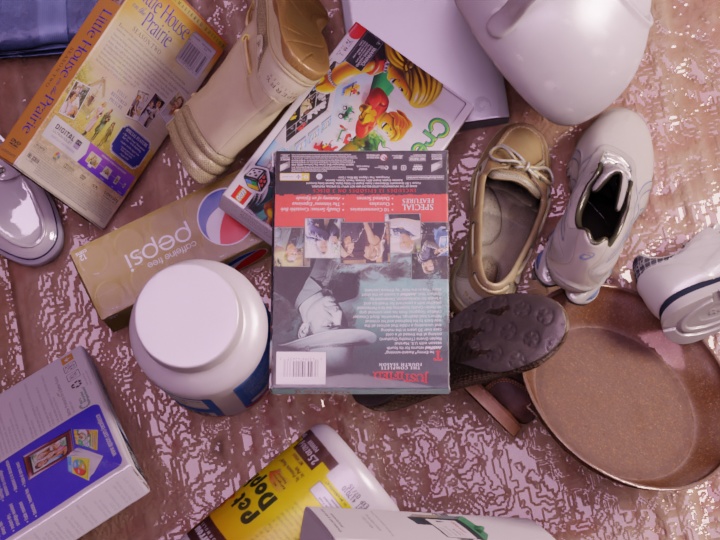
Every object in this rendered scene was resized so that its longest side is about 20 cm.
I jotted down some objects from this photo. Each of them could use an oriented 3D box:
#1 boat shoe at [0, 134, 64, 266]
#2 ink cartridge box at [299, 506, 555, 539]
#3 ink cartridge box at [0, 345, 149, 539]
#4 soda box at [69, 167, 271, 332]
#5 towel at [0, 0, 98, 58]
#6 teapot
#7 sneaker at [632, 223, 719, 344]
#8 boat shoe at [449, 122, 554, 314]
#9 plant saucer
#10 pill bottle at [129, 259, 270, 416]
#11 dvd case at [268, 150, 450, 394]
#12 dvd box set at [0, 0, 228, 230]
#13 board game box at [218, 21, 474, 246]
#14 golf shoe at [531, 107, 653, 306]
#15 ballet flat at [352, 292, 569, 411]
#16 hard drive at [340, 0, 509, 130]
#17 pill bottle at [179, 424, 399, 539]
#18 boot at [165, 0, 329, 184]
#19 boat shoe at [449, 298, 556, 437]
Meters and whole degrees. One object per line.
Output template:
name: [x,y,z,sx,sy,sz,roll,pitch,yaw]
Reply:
boat shoe: [-0.333,-0.087,1.656,0.074,0.067,0.200,-41,80,-5]
ink cartridge box: [0.050,0.270,1.511,0.199,0.084,0.147,6,101,-20]
ink cartridge box: [-0.283,0.168,1.555,0.199,0.198,0.043,-30,123,-4]
soda box: [-0.141,-0.023,1.638,0.199,0.064,0.068,-26,79,-2]
towel: [-0.260,-0.246,1.694,0.199,0.049,0.112,-4,79,2]
teapot: [0.174,-0.228,1.587,0.146,0.197,0.200,-36,38,19]
sneaker: [0.329,-0.011,1.616,0.199,0.077,0.081,-17,49,-10]
boat shoe: [0.123,-0.050,1.604,0.073,0.063,0.201,25,57,-3]
plant saucer: [0.214,0.101,1.575,0.199,0.037,0.201,13,50,-17]
pill bottle: [-0.126,0.053,1.553,0.112,0.200,0.113,0,79,2]
dvd case: [0.000,0.000,1.539,0.145,0.022,0.201,-1,72,1]
dvd box set: [-0.207,-0.147,1.619,0.029,0.146,0.200,31,85,31]
board game box: [-0.010,-0.096,1.609,0.126,0.035,0.200,35,70,2]
golf shoe: [0.211,-0.068,1.598,0.078,0.097,0.201,23,58,-3]
ballet flat: [0.083,0.070,1.547,0.199,0.046,0.068,-23,64,26]
hard drive: [0.051,-0.219,1.688,0.131,0.026,0.201,-8,78,1]
pill bottle: [-0.072,0.226,1.564,0.200,0.109,0.109,-40,80,-6]
boot: [-0.098,-0.170,1.640,0.073,0.200,0.155,35,114,-25]
boat shoe: [0.082,0.048,1.613,0.200,0.070,0.070,44,91,1]
